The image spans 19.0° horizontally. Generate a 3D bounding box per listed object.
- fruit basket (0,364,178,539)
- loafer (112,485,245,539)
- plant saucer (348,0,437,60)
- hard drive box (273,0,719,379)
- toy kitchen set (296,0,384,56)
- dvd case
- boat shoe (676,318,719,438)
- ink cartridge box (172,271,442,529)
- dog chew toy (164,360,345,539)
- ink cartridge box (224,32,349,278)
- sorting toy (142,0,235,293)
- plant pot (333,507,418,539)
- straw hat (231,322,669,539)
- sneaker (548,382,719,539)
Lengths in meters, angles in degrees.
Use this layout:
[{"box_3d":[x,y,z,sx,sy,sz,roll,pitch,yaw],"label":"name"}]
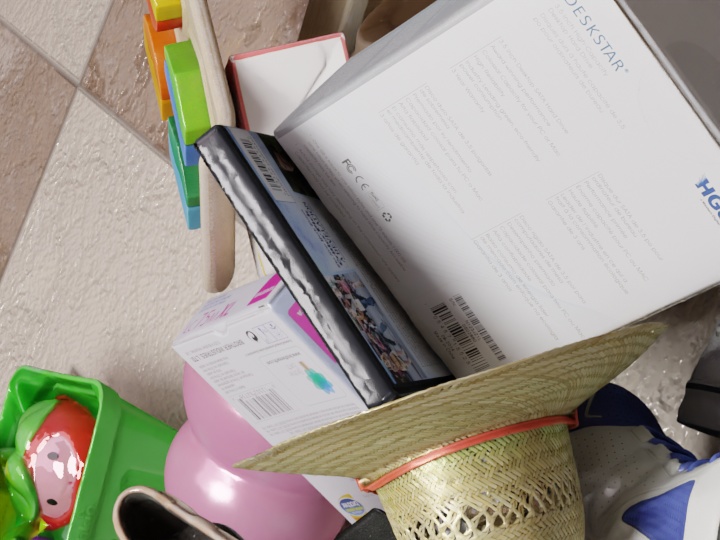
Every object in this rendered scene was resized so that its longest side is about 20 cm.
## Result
[{"box_3d":[-0.228,0.158,1.353,0.155,0.214,0.218,5,80,56],"label":"fruit basket"},{"box_3d":[-0.054,0.152,0.921,0.072,0.063,0.200,-47,32,-8],"label":"loafer"},{"box_3d":[0.079,-0.138,1.071,0.199,0.200,0.030,3,122,56],"label":"plant saucer"},{"box_3d":[0.084,-0.054,0.928,0.199,0.156,0.077,-27,14,45],"label":"hard drive box"},{"box_3d":[0.032,-0.212,1.170,0.180,0.162,0.202,15,89,56],"label":"toy kitchen set"},{"box_3d":[0.000,0.000,1.002,0.017,0.200,0.143,-36,80,13],"label":"dvd case"},{"box_3d":[0.211,0.040,0.890,0.202,0.074,0.087,7,79,66],"label":"boat shoe"},{"box_3d":[0.006,0.084,1.069,0.042,0.200,0.119,-48,14,-27],"label":"ink cartridge box"},{"box_3d":[-0.053,0.107,1.200,0.125,0.124,0.201,50,125,52],"label":"dog chew toy"},{"box_3d":[-0.036,-0.058,1.211,0.200,0.067,0.118,165,92,-83],"label":"ink cartridge box"},{"box_3d":[-0.098,-0.111,1.202,0.185,0.036,0.202,97,164,-66],"label":"sorting toy"},{"box_3d":[0.038,0.226,0.958,0.178,0.199,0.200,-59,34,-4],"label":"plant pot"},{"box_3d":[0.048,0.089,0.866,0.200,0.200,0.086,-26,80,48],"label":"straw hat"},{"box_3d":[0.142,0.106,0.878,0.115,0.080,0.200,-44,23,22],"label":"sneaker"}]
